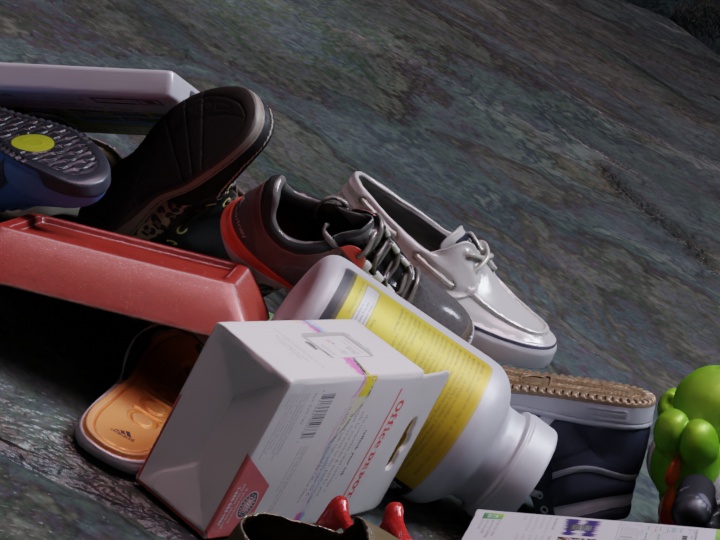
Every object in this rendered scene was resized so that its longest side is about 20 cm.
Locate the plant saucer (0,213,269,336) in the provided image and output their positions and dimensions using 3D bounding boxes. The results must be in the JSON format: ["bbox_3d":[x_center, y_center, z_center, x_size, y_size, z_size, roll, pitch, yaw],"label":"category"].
[{"bbox_3d":[-0.157,0.000,1.624,0.200,0.037,0.200,15,4,0],"label":"plant saucer"}]

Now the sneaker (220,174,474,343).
[{"bbox_3d":[0.000,0.000,1.709,0.200,0.082,0.077,28,52,-14],"label":"sneaker"}]

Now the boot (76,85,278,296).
[{"bbox_3d":[-0.094,-0.050,1.789,0.150,0.200,0.073,23,43,-36],"label":"boot"}]

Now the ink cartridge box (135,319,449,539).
[{"bbox_3d":[-0.037,0.095,1.531,0.067,0.117,0.200,37,17,27],"label":"ink cartridge box"}]

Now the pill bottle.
[{"bbox_3d":[0.029,0.086,1.655,0.200,0.112,0.112,35,15,-8],"label":"pill bottle"}]

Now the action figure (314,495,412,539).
[{"bbox_3d":[0.025,0.208,1.407,0.065,0.052,0.200,14,25,-25],"label":"action figure"}]

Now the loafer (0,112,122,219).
[{"bbox_3d":[-0.227,-0.081,1.849,0.076,0.068,0.200,31,16,12],"label":"loafer"}]

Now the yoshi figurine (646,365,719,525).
[{"bbox_3d":[0.256,0.136,1.767,0.200,0.112,0.112,67,15,-59],"label":"yoshi figurine"}]

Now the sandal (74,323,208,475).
[{"bbox_3d":[-0.116,0.070,1.560,0.079,0.059,0.207,30,20,3],"label":"sandal"}]

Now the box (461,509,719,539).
[{"bbox_3d":[0.157,0.186,1.488,0.200,0.036,0.144,3,10,11],"label":"box"}]

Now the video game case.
[{"bbox_3d":[-0.212,-0.128,1.835,0.200,0.023,0.182,3,-6,11],"label":"video game case"}]

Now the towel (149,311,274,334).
[{"bbox_3d":[-0.060,0.068,1.752,0.200,0.023,0.153,20,19,-31],"label":"towel"}]

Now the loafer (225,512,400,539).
[{"bbox_3d":[0.011,0.178,1.340,0.200,0.068,0.076,6,33,2],"label":"loafer"}]

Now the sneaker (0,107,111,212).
[{"bbox_3d":[-0.248,-0.066,1.698,0.200,0.079,0.066,19,27,34],"label":"sneaker"}]

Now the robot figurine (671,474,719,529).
[{"bbox_3d":[0.268,0.219,1.640,0.125,0.151,0.200,5,14,11],"label":"robot figurine"}]

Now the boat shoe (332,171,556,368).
[{"bbox_3d":[0.064,-0.002,1.802,0.200,0.066,0.072,35,23,13],"label":"boat shoe"}]

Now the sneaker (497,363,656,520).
[{"bbox_3d":[0.105,0.126,1.751,0.200,0.109,0.070,8,14,13],"label":"sneaker"}]
